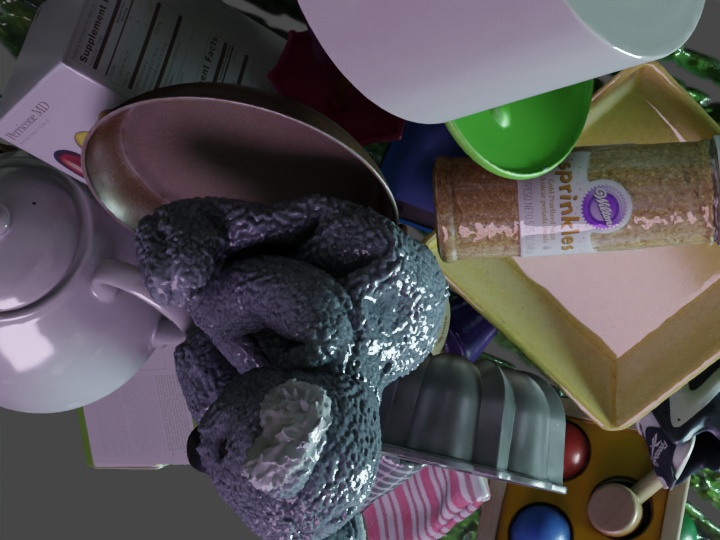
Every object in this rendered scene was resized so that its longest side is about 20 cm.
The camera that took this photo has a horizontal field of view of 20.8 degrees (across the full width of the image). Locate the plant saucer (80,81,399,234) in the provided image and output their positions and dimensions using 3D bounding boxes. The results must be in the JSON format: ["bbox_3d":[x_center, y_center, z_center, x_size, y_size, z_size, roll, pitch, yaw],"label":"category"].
[{"bbox_3d":[-0.072,-0.057,1.206,0.199,0.032,0.200,9,150,5],"label":"plant saucer"}]

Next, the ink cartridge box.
[{"bbox_3d":[-0.140,0.072,1.497,0.076,0.149,0.200,-13,-176,-40],"label":"ink cartridge box"}]

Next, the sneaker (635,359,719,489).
[{"bbox_3d":[0.210,0.097,1.456,0.198,0.130,0.080,12,148,4],"label":"sneaker"}]

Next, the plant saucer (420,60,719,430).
[{"bbox_3d":[0.173,-0.020,1.280,0.200,0.049,0.200,-40,110,20],"label":"plant saucer"}]

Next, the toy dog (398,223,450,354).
[{"bbox_3d":[0.000,0.000,1.381,0.131,0.097,0.200,8,171,5],"label":"toy dog"}]

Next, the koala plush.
[{"bbox_3d":[-0.035,0.075,1.157,0.183,0.201,0.178,-6,139,5],"label":"koala plush"}]

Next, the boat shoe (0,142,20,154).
[{"bbox_3d":[-0.258,-0.052,1.455,0.200,0.072,0.067,34,165,-25],"label":"boat shoe"}]

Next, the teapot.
[{"bbox_3d":[-0.222,-0.005,1.327,0.199,0.198,0.146,-21,156,1],"label":"teapot"}]

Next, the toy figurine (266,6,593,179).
[{"bbox_3d":[0.014,-0.143,1.182,0.184,0.150,0.201,-4,123,44],"label":"toy figurine"}]

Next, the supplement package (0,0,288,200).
[{"bbox_3d":[-0.120,-0.107,1.288,0.199,0.110,0.114,29,146,-22],"label":"supplement package"}]

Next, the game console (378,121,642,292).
[{"bbox_3d":[0.107,-0.062,1.354,0.199,0.118,0.171,19,118,-9],"label":"game console"}]

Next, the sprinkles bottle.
[{"bbox_3d":[0.145,-0.043,1.203,0.199,0.069,0.068,-4,147,5],"label":"sprinkles bottle"}]

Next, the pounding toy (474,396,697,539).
[{"bbox_3d":[0.201,0.180,1.569,0.199,0.185,0.142,11,160,7],"label":"pounding toy"}]

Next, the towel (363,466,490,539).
[{"bbox_3d":[0.034,0.152,1.614,0.030,0.147,0.200,-13,161,-29],"label":"towel"}]

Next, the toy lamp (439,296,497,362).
[{"bbox_3d":[0.022,0.082,1.464,0.058,0.200,0.058,41,152,27],"label":"toy lamp"}]

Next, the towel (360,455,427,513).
[{"bbox_3d":[-0.046,0.103,1.555,0.200,0.086,0.166,44,145,-1],"label":"towel"}]

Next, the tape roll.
[{"bbox_3d":[0.069,-0.187,0.995,0.139,0.203,0.203,-13,139,39],"label":"tape roll"}]

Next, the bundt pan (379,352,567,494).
[{"bbox_3d":[0.050,0.094,1.325,0.201,0.076,0.202,13,175,1],"label":"bundt pan"}]
